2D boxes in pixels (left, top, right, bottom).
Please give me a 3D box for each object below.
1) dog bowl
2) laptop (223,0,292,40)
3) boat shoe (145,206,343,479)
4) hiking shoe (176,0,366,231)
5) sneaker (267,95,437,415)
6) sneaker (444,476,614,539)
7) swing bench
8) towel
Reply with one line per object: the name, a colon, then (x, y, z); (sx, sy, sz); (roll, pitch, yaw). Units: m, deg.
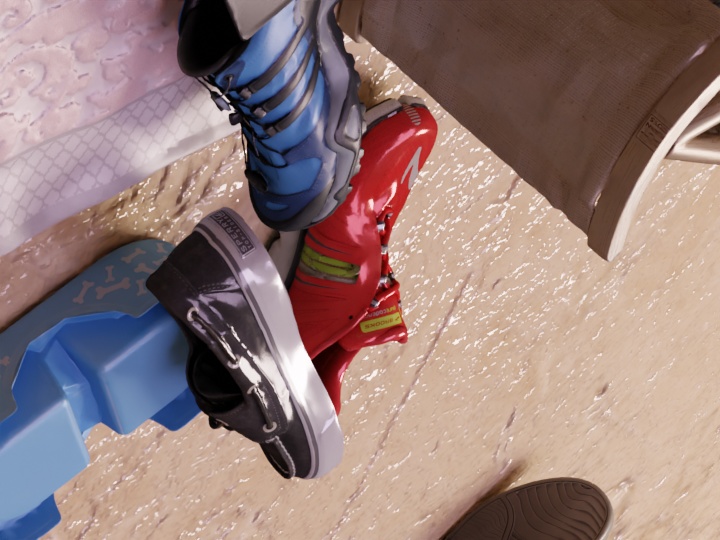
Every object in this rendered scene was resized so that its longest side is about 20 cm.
dog bowl: (-0.144, 0.060, 1.495); (0.200, 0.050, 0.112); (-38, 150, -17)
laptop: (-0.032, -0.233, 1.233); (0.187, 0.200, 0.116); (-42, -171, -10)
boat shoe: (-0.060, 0.046, 1.478); (0.057, 0.069, 0.200); (-36, 143, -14)
hiking shoe: (-0.049, -0.097, 1.355); (0.086, 0.074, 0.201); (-23, 134, -28)
sneaker: (0.000, 0.000, 1.576); (0.077, 0.085, 0.201); (-9, 134, -49)
sneaker: (0.086, 0.215, 1.985); (0.200, 0.075, 0.106); (-36, 155, -1)
swing bench: (0.133, -0.130, 1.475); (0.200, 0.199, 0.130); (-17, 140, -43)
towel: (-0.100, -0.111, 1.361); (0.200, 0.032, 0.192); (-28, 146, -32)
